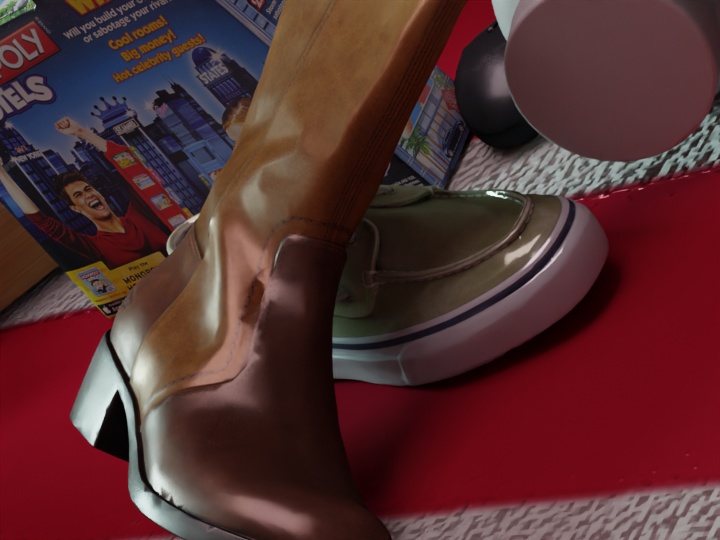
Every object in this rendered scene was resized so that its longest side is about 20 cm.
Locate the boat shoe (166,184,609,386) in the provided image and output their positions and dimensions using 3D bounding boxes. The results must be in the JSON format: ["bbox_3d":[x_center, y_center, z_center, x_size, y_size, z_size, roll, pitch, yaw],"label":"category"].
[{"bbox_3d":[0.000,0.000,0.791,0.200,0.062,0.072,-12,35,46],"label":"boat shoe"}]

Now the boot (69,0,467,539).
[{"bbox_3d":[-0.006,-0.006,0.716,0.201,0.068,0.188,-62,26,3],"label":"boot"}]

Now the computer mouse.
[{"bbox_3d":[0.069,-0.115,0.930,0.058,0.034,0.200,-29,25,23],"label":"computer mouse"}]

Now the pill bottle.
[{"bbox_3d":[0.106,-0.127,0.810,0.104,0.104,0.200,-23,29,32],"label":"pill bottle"}]

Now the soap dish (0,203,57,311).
[{"bbox_3d":[-0.169,-0.059,1.115,0.200,0.081,0.157,-38,24,3],"label":"soap dish"}]

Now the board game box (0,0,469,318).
[{"bbox_3d":[-0.090,-0.092,0.911,0.199,0.200,0.062,-19,31,36],"label":"board game box"}]
